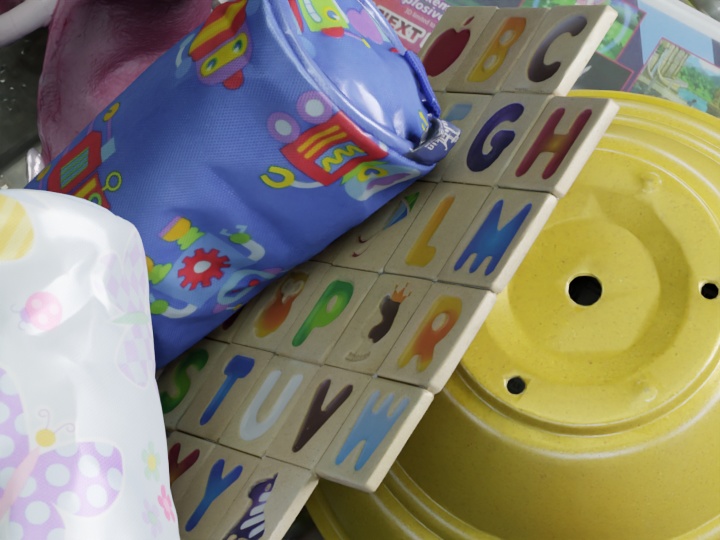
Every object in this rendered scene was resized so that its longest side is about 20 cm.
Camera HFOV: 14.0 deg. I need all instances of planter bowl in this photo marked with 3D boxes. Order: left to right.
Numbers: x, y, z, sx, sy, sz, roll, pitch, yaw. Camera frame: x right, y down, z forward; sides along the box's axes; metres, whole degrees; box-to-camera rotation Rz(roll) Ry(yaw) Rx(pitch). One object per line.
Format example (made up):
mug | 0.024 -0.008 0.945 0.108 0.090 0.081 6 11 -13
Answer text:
planter bowl | 0.070 0.019 0.912 0.199 0.084 0.201 -1 69 3

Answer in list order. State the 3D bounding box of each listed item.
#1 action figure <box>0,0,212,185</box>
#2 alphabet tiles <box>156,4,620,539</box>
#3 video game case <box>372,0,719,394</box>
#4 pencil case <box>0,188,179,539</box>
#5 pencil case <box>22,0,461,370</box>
action figure | -0.078 -0.117 0.928 0.149 0.200 0.134 -39 89 -26
alphabet tiles | 0.000 0.000 0.897 0.006 0.166 0.200 38 77 -24
video game case | 0.049 -0.024 0.987 0.200 0.023 0.183 30 74 15
pencil case | -0.092 0.077 0.816 0.083 0.091 0.201 -21 67 28
pencil case | -0.058 -0.014 0.916 0.200 0.087 0.078 -40 47 27
